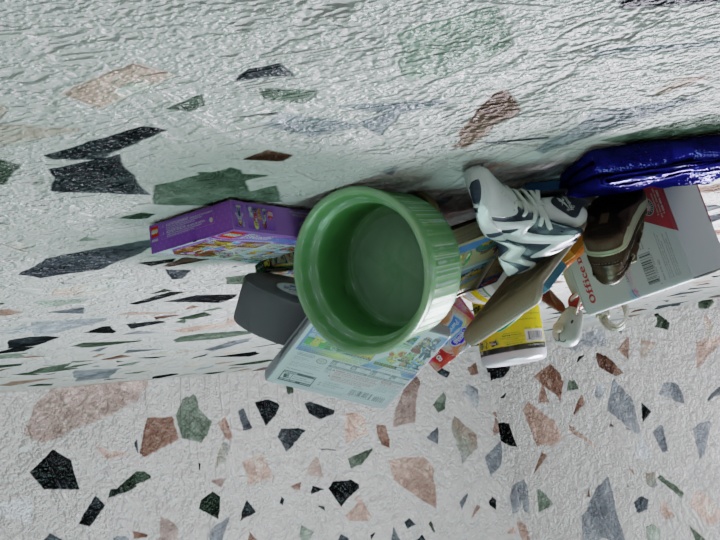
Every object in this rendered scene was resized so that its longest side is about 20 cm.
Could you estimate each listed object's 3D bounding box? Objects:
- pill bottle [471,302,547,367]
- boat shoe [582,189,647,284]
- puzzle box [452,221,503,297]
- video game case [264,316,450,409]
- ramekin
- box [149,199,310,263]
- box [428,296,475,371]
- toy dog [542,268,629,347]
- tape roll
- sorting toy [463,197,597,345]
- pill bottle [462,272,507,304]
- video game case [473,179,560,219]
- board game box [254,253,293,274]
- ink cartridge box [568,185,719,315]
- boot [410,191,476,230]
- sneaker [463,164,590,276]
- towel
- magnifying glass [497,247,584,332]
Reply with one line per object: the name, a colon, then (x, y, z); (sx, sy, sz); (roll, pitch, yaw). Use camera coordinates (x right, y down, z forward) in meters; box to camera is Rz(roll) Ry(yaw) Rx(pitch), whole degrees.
pill bottle: (0.244, 0.057, 1.920); (0.112, 0.201, 0.112); (-8, 171, -1)
boat shoe: (0.321, -0.042, 1.435); (0.074, 0.075, 0.202); (-6, -159, 28)
puzzle box: (0.135, -0.010, 1.495); (0.199, 0.025, 0.133); (-20, 149, -39)
video game case: (-0.005, 0.115, 1.572); (0.199, 0.022, 0.182); (17, 132, -26)
ramekin: (0.025, -0.003, 1.376); (0.199, 0.201, 0.097); (-15, 177, 36)
box: (-0.145, -0.046, 1.423); (0.136, 0.039, 0.200); (-14, 170, 33)
box: (0.104, 0.057, 1.696); (0.095, 0.103, 0.200); (-38, -164, 4)
toy dog: (0.317, 0.004, 1.710); (0.131, 0.201, 0.096); (-21, 152, 36)
tape roll: (-0.082, 0.063, 1.666); (0.199, 0.067, 0.200); (15, -172, -2)
sorting toy: (0.233, 0.005, 1.525); (0.200, 0.036, 0.185); (-53, -174, -35)
pill bottle: (0.201, -0.004, 1.745); (0.112, 0.113, 0.200); (-6, 178, -14)
video game case: (0.256, -0.094, 1.574); (0.142, 0.018, 0.200); (-7, 171, -16)
board game box: (-0.054, -0.016, 1.755); (0.199, 0.024, 0.105); (-5, 168, -21)
ink cartridge box: (0.384, -0.037, 1.578); (0.083, 0.146, 0.200); (-15, 173, -37)
boot: (0.115, -0.047, 1.516); (0.199, 0.066, 0.176); (-16, 144, -41)
sneaker: (0.208, -0.077, 1.372); (0.129, 0.080, 0.199); (-22, 136, 11)
towel: (0.356, -0.120, 1.398); (0.199, 0.050, 0.148); (-7, 170, -9)
magnifying glass: (0.257, 0.012, 1.580); (0.200, 0.022, 0.080); (-46, -178, 12)
